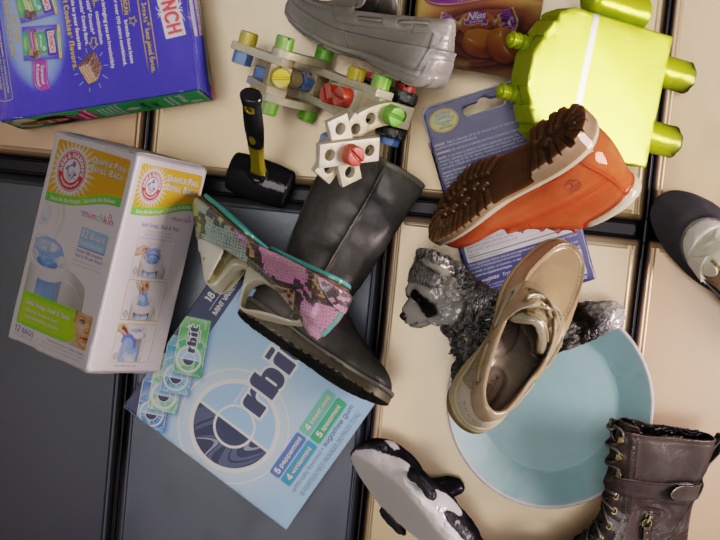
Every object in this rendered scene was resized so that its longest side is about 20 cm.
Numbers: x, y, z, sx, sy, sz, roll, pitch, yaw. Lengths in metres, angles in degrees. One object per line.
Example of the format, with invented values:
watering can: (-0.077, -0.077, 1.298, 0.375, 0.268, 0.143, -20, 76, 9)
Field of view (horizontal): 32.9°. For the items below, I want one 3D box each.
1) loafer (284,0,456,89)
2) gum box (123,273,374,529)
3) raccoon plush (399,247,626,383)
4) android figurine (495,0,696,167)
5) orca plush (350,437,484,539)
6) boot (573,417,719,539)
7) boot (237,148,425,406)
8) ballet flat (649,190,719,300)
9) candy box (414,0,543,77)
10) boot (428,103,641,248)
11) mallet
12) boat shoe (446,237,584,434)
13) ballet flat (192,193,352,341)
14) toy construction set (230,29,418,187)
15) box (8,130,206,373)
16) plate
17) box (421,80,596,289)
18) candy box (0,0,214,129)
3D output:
loafer: (0.010, -0.225, 1.112, 0.199, 0.069, 0.071, 29, 109, 34)
gum box: (-0.101, 0.120, 1.185, 0.199, 0.045, 0.171, 36, 94, 1)
raccoon plush: (0.132, 0.022, 1.128, 0.198, 0.097, 0.136, -20, 90, -24)
android figurine: (0.213, -0.166, 1.109, 0.197, 0.041, 0.185, 7, 96, -24)
orca plush: (0.084, 0.221, 1.162, 0.199, 0.106, 0.071, 32, 52, 27)
boot: (0.234, 0.220, 1.140, 0.197, 0.069, 0.177, 0, 107, -6)
boot: (0.001, 0.000, 1.143, 0.181, 0.073, 0.201, 35, 74, 1)
ballet flat: (0.351, 0.002, 1.133, 0.073, 0.073, 0.200, -43, 89, 5)
candy box: (0.112, -0.279, 1.093, 0.115, 0.057, 0.202, 9, 125, 4)
boot: (0.152, -0.058, 1.087, 0.107, 0.076, 0.199, 36, 135, -29)
mallet: (-0.085, -0.108, 1.100, 0.065, 0.200, 0.042, 22, 72, -2)
boat shoe: (0.145, 0.050, 1.042, 0.072, 0.065, 0.201, 39, 64, -6)
ballet flat: (-0.095, 0.000, 1.089, 0.199, 0.069, 0.072, 32, 85, 30)
toy construction set: (-0.028, -0.154, 1.106, 0.130, 0.200, 0.093, 10, 118, -38)
box: (-0.236, -0.017, 1.141, 0.111, 0.101, 0.203, 18, 95, 31)
plate: (0.182, 0.126, 1.174, 0.197, 0.026, 0.204, 0, 94, 4)
box: (0.139, -0.073, 1.154, 0.119, 0.032, 0.203, -16, 100, 5)
candy box: (-0.250, -0.235, 1.160, 0.197, 0.077, 0.172, -8, 92, 6)
